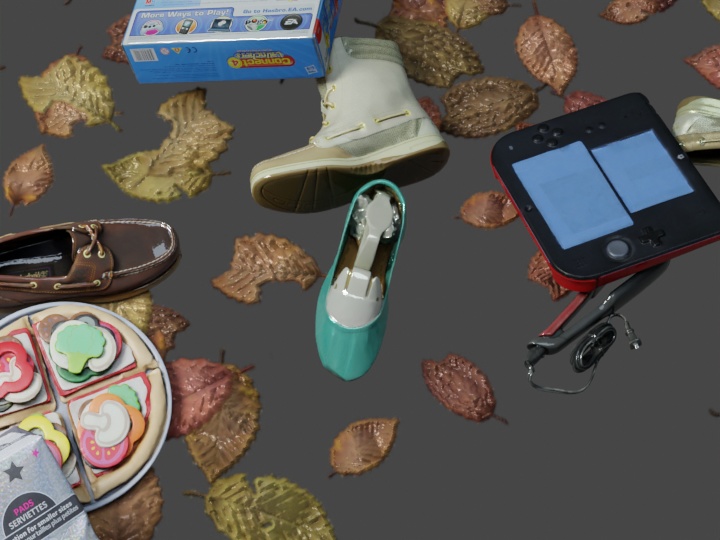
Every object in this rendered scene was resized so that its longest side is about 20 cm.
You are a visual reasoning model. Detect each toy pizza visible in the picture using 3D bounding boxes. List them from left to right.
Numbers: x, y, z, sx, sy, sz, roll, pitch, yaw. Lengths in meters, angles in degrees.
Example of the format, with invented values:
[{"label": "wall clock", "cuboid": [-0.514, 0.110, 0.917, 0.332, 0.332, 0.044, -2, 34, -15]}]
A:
[{"label": "toy pizza", "cuboid": [-0.264, 0.116, 1.437, 0.197, 0.032, 0.203, 1, 64, -3]}]

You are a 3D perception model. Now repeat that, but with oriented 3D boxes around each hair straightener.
[{"label": "hair straightener", "cuboid": [0.223, 0.046, 1.499, 0.077, 0.041, 0.200, 39, 61, 18]}]

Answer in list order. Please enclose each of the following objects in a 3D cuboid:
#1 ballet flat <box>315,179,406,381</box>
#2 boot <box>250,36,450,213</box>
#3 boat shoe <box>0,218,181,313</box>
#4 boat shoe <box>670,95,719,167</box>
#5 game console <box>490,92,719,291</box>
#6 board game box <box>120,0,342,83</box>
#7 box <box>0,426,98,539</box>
[{"label": "ballet flat", "cuboid": [0.000, 0.000, 1.501, 0.066, 0.071, 0.202, 11, 60, 4]}, {"label": "boot", "cuboid": [-0.030, -0.144, 1.584, 0.198, 0.072, 0.156, -14, 62, -16]}, {"label": "boat shoe", "cuboid": [-0.260, -0.009, 1.497, 0.198, 0.071, 0.071, -15, 61, -12]}, {"label": "boat shoe", "cuboid": [0.399, -0.114, 1.587, 0.198, 0.073, 0.064, 15, 67, 10]}, {"label": "game console", "cuboid": [0.231, -0.078, 1.551, 0.175, 0.031, 0.201, -21, 52, -5]}, {"label": "board game box", "cuboid": [-0.116, -0.278, 1.628, 0.197, 0.056, 0.198, 0, 53, 16]}, {"label": "box", "cuboid": [-0.321, 0.223, 1.300, 0.199, 0.132, 0.116, -33, 99, -19]}]
